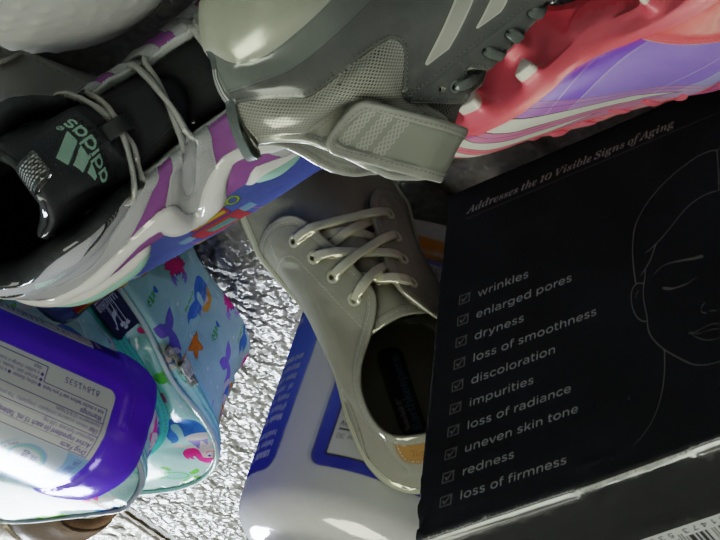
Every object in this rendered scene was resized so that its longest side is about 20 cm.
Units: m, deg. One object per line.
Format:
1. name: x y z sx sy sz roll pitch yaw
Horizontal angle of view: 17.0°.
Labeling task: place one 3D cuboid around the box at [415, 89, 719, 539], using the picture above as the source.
1. box: 0.139 0.038 0.969 0.199 0.197 0.124 -22 130 27

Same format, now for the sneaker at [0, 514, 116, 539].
1. sneaker: -0.212 0.087 1.362 0.075 0.071 0.200 -26 131 22

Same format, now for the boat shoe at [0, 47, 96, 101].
1. boat shoe: -0.190 -0.081 1.102 0.199 0.074 0.067 9 146 15

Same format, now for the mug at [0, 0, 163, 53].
1. mug: -0.107 -0.158 0.894 0.199 0.148 0.175 1 163 14

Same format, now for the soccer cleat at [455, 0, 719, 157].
1. soccer cleat: 0.101 -0.084 0.974 0.076 0.067 0.200 33 141 -27

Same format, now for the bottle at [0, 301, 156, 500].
1. bottle: -0.187 0.036 1.023 0.200 0.066 0.083 26 155 -28

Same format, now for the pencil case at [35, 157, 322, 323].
1. pencil case: -0.074 -0.056 1.025 0.200 0.087 0.078 -29 157 18

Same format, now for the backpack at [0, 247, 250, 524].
1. backpack: -0.154 0.040 1.193 0.177 0.151 0.200 -8 143 25

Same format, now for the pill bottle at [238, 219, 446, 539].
1. pill bottle: 0.009 0.086 1.110 0.112 0.201 0.112 16 157 7

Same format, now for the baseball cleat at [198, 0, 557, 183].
1. baseball cleat: 0.040 -0.093 0.899 0.070 0.199 0.107 -157 49 -77

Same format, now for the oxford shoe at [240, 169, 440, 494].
1. oxford shoe: 0.000 0.000 1.048 0.075 0.201 0.058 -20 164 -14

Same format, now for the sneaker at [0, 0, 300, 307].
1. sneaker: -0.086 -0.051 0.913 0.200 0.140 0.078 -44 79 16
